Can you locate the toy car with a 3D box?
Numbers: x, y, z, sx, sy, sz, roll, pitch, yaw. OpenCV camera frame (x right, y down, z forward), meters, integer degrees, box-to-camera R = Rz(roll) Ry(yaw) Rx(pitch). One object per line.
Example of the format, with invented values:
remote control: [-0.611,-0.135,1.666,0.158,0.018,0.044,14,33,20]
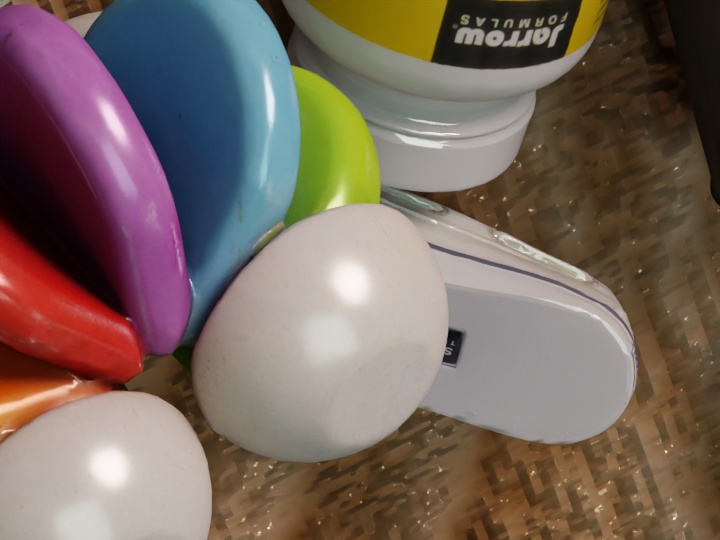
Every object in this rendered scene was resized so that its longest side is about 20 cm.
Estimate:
toy car: [-0.086,-0.008,0.731,0.200,0.175,0.150,-37,142,-13]

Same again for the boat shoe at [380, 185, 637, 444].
boat shoe: [0.000,0.000,0.875,0.199,0.070,0.071,16,112,1]

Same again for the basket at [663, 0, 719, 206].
basket: [0.154,-0.146,0.857,0.180,0.136,0.200,-42,114,-46]

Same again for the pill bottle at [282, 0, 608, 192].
pill bottle: [0.034,-0.128,0.801,0.112,0.113,0.200,-2,131,-21]

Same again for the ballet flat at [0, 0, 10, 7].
ballet flat: [-0.106,-0.118,0.747,0.062,0.200,0.067,42,49,10]
